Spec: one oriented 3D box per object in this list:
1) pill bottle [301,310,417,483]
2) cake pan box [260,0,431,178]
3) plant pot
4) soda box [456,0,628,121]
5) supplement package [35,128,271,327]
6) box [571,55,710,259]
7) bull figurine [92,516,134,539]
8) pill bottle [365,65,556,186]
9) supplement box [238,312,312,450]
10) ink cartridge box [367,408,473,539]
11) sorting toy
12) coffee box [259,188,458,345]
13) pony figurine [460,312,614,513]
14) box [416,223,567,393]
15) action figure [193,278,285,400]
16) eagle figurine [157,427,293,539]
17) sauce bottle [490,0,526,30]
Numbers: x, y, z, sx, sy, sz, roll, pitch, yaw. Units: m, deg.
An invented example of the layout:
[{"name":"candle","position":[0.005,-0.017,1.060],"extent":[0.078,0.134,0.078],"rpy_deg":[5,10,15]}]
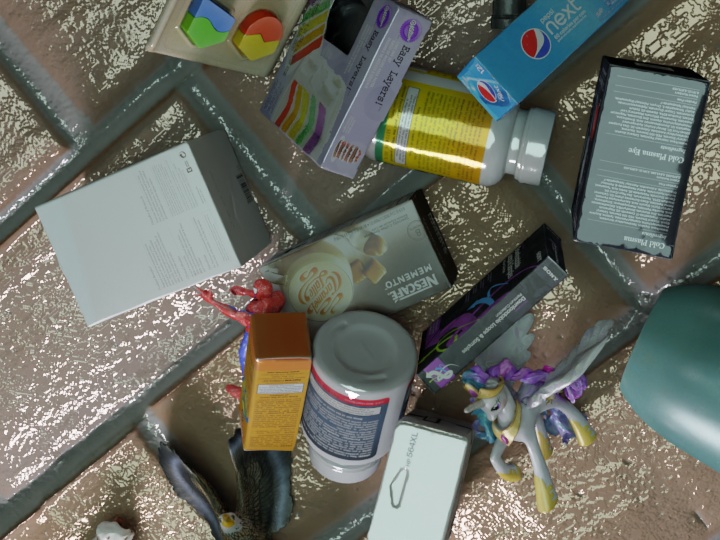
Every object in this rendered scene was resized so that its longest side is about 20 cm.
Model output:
[{"name":"pill bottle","position":[-0.007,0.153,1.495],"extent":[0.119,0.120,0.200],"rpy_deg":[18,137,6]},{"name":"cake pan box","position":[-0.019,-0.225,1.425],"extent":[0.052,0.184,0.200],"rpy_deg":[17,108,-36]},{"name":"plant pot","position":[0.380,0.106,1.416],"extent":[0.161,0.200,0.201],"rpy_deg":[25,105,18]},{"name":"soda box","position":[0.199,-0.253,1.385],"extent":[0.200,0.064,0.068],"rpy_deg":[-43,91,-19]},{"name":"supplement package","position":[-0.236,-0.053,1.511],"extent":[0.199,0.151,0.152],"rpy_deg":[-21,98,14]},{"name":"box","position":[0.290,-0.125,1.373],"extent":[0.104,0.200,0.183],"rpy_deg":[10,103,7]},{"name":"bull figurine","position":[-0.329,0.412,1.669],"extent":[0.121,0.065,0.200],"rpy_deg":[42,106,3]},{"name":"pill bottle","position":[0.111,-0.157,1.446],"extent":[0.199,0.113,0.113],"rpy_deg":[13,104,7]},{"name":"supplement box","position":[-0.099,0.131,1.486],"extent":[0.069,0.067,0.200],"rpy_deg":[-3,142,-10]},{"name":"ink cartridge box","position":[0.073,0.241,1.477],"extent":[0.084,0.200,0.147],"rpy_deg":[14,90,7]},{"name":"sorting toy","position":[-0.121,-0.300,1.411],"extent":[0.036,0.200,0.185],"rpy_deg":[44,115,31]},{"name":"coffee box","position":[0.000,0.000,1.515],"extent":[0.199,0.080,0.115],"rpy_deg":[-23,97,15]},{"name":"pony figurine","position":[0.196,0.142,1.469],"extent":[0.166,0.193,0.200],"rpy_deg":[6,138,44]},{"name":"box","position":[0.147,0.039,1.464],"extent":[0.200,0.143,0.036],"rpy_deg":[-42,99,15]},{"name":"action figure","position":[-0.143,0.062,1.515],"extent":[0.099,0.065,0.200],"rpy_deg":[33,142,10]},{"name":"eagle figurine","position":[-0.156,0.297,1.600],"extent":[0.151,0.151,0.201],"rpy_deg":[-2,67,-28]},{"name":"sauce bottle","position":[0.164,-0.364,1.417],"extent":[0.066,0.066,0.201],"rpy_deg":[4,101,10]}]
